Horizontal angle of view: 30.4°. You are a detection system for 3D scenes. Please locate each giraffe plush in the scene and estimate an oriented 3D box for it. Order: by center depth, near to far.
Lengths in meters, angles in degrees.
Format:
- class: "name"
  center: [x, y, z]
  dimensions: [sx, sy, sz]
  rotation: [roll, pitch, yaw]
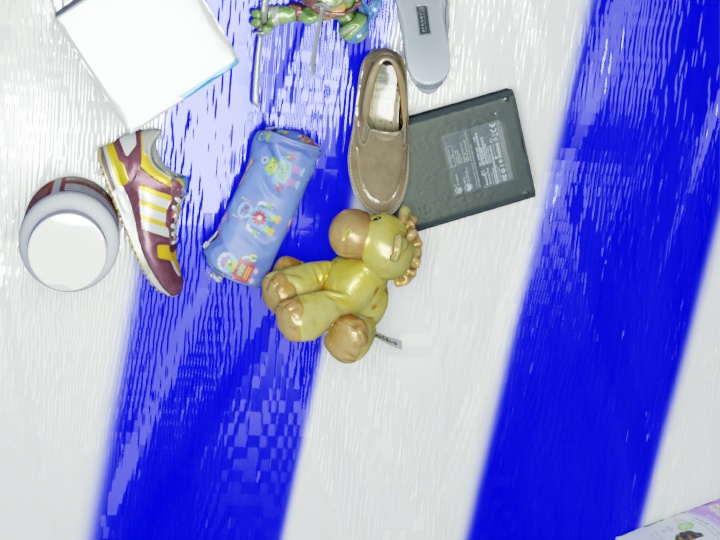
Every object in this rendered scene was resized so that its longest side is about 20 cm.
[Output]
- class: "giraffe plush"
  center: [0.000, 0.000, 1.568]
  dimensions: [0.198, 0.173, 0.163]
  rotation: [13, 118, -31]

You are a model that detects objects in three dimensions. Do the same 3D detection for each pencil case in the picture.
- class: "pencil case"
  center: [-0.121, -0.077, 1.597]
  dimensions: [0.086, 0.078, 0.202]
  rotation: [24, 96, -8]

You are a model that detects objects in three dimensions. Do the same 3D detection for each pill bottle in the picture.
- class: "pill bottle"
  center: [-0.329, -0.039, 1.500]
  dimensions: [0.111, 0.200, 0.113]
  rotation: [-2, 102, -10]

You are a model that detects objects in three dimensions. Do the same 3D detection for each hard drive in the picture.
- class: "hard drive"
  center: [0.109, -0.133, 1.653]
  dimensions: [0.198, 0.033, 0.141]
  rotation: [-16, 104, -7]

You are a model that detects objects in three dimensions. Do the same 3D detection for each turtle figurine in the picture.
- class: "turtle figurine"
  center: [-0.083, -0.320, 1.521]
  dimensions: [0.199, 0.144, 0.195]
  rotation: [-36, 102, -5]

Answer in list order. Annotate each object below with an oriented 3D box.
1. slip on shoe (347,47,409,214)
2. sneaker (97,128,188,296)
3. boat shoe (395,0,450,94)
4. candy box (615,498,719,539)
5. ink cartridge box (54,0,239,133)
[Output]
- class: "slip on shoe"
  center: [0.027, -0.162, 1.582]
  dimensions: [0.075, 0.061, 0.202]
  rotation: [4, 102, -8]
- class: "sneaker"
  center: [-0.237, -0.068, 1.578]
  dimensions: [0.089, 0.075, 0.202]
  rotation: [-22, 106, 0]
- class: "boat shoe"
  center: [0.072, -0.311, 1.592]
  dimensions: [0.073, 0.065, 0.202]
  rotation: [1, 81, 0]
- class: "candy box"
  center: [0.464, 0.382, 1.761]
  dimensions: [0.198, 0.168, 0.072]
  rotation: [-18, 103, -6]
- class: "ink cartridge box"
  center: [-0.240, -0.261, 1.472]
  dimensions: [0.147, 0.200, 0.145]
  rotation: [-33, 108, -3]
